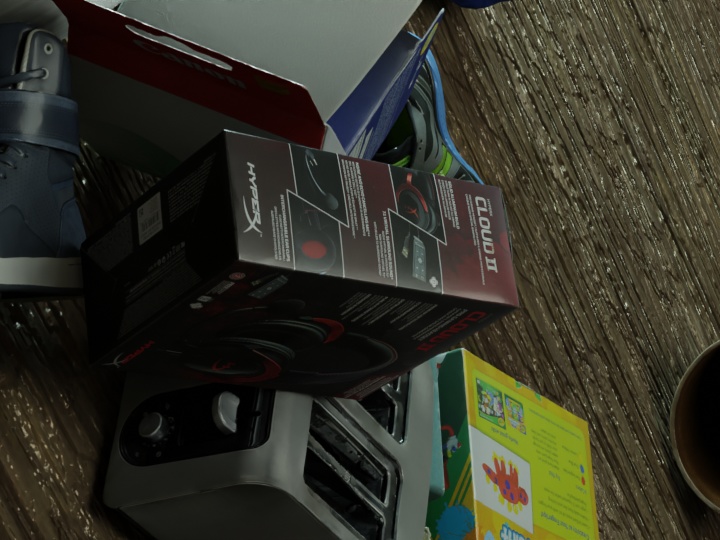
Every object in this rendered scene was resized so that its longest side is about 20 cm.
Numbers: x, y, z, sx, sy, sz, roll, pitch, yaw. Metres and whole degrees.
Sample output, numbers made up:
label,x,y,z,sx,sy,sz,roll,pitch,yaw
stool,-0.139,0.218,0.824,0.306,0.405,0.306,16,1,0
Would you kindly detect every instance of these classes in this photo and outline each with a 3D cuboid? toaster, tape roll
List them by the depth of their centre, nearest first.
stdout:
label,x,y,z,sx,sy,sz,roll,pitch,yaw
toaster,-0.047,0.103,1.266,0.200,0.118,0.181,48,39,-41
tape roll,-0.038,-0.191,1.290,0.139,0.203,0.203,36,38,-9

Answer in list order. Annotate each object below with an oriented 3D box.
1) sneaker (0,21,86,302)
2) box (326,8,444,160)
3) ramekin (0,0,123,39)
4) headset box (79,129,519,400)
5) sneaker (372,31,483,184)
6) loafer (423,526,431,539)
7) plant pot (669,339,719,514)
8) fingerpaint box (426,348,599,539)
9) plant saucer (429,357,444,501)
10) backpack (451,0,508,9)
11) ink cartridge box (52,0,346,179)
label,x,y,z,sx,sy,sz,roll,pitch,yaw
sneaker,-0.205,-0.057,1.086,0.202,0.077,0.147,2,85,-71
box,-0.014,-0.076,1.361,0.032,0.121,0.200,31,61,5
ramekin,-0.197,-0.216,1.180,0.202,0.094,0.203,36,47,-50
headset box,-0.025,0.004,1.124,0.200,0.149,0.075,10,62,-36
sneaker,0.039,-0.078,1.585,0.083,0.071,0.200,-31,103,-47
loafer,0.008,0.175,1.345,0.200,0.076,0.068,-102,178,-53
plant pot,0.396,0.135,2.031,0.200,0.186,0.187,-22,96,-77
fingerpaint box,0.098,0.169,1.547,0.200,0.073,0.167,30,50,-52
plant saucer,0.027,0.069,1.482,0.019,0.070,0.201,14,62,-31
backpack,0.100,-0.298,1.698,0.200,0.167,0.163,27,59,-59
ink cartridge box,-0.091,-0.081,1.171,0.200,0.161,0.050,51,61,-77
